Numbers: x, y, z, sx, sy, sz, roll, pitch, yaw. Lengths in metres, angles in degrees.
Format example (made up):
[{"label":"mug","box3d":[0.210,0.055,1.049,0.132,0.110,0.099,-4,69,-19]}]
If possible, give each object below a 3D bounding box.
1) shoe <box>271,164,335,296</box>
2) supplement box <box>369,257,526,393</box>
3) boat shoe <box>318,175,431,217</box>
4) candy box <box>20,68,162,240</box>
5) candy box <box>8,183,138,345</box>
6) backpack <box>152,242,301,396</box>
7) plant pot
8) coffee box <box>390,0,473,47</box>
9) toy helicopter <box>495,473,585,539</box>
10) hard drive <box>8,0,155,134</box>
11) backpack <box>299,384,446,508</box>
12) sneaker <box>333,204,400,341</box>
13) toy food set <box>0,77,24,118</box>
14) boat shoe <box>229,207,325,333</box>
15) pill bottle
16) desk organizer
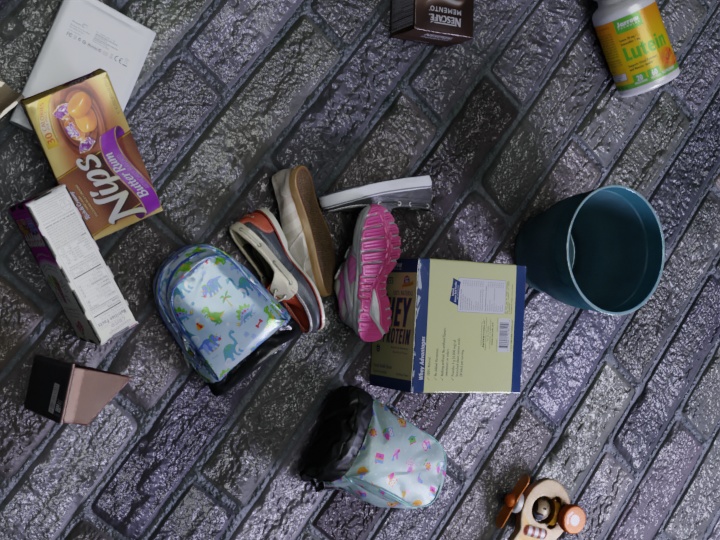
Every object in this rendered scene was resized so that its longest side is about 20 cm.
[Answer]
[{"label":"shoe","box3d":[-0.084,-0.057,1.610,0.070,0.053,0.203,-41,121,-61]},{"label":"supplement box","box3d":[0.134,0.085,1.672,0.197,0.134,0.203,4,88,-28]},{"label":"boat shoe","box3d":[0.028,-0.101,1.661,0.198,0.070,0.067,-12,94,-35]},{"label":"candy box","box3d":[-0.354,-0.150,1.432,0.116,0.056,0.202,-25,112,-16]},{"label":"candy box","box3d":[-0.373,-0.007,1.405,0.061,0.136,0.202,-30,104,-23]},{"label":"backpack","box3d":[-0.199,0.054,1.505,0.162,0.154,0.201,-36,92,-6]},{"label":"plant pot","box3d":[0.356,-0.029,1.761,0.197,0.187,0.203,1,88,-27]},{"label":"coffee box","box3d":[0.114,-0.463,1.698,0.112,0.080,0.203,2,88,-28]},{"label":"toy helicopter","box3d":[0.265,0.424,1.773,0.200,0.079,0.133,-47,109,-16]},{"label":"hard drive","box3d":[-0.374,-0.263,1.468,0.131,0.026,0.202,26,78,-25]},{"label":"backpack","box3d":[0.029,0.282,1.620,0.199,0.126,0.169,34,71,-26]},{"label":"sneaker","box3d":[0.000,0.000,1.622,0.081,0.088,0.203,5,95,-41]},{"label":"toy food set","box3d":[-0.544,-0.250,1.360,0.144,0.060,0.201,-46,110,-20]},{"label":"boat shoe","box3d":[-0.120,0.008,1.572,0.062,0.071,0.202,-34,100,-37]},{"label":"pill bottle","box3d":[0.466,-0.412,1.865,0.110,0.111,0.202,-29,102,-25]},{"label":"desk organizer","box3d":[-0.362,0.154,1.374,0.076,0.199,0.073,14,83,-28]}]
